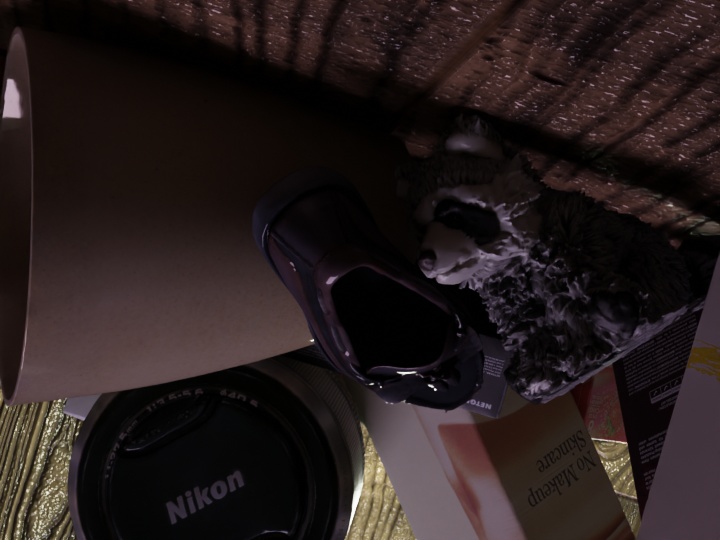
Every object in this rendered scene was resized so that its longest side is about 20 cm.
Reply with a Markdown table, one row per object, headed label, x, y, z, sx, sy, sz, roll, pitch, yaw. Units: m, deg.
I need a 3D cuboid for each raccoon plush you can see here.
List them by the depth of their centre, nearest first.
| label | x | y | z | sx | sy | sz | roll | pitch | yaw |
| --- | --- | --- | --- | --- | --- | --- | --- | --- | --- |
| raccoon plush | 0.101 | -0.019 | 1.073 | 0.097 | 0.134 | 0.200 | -38 | 169 | 32 |

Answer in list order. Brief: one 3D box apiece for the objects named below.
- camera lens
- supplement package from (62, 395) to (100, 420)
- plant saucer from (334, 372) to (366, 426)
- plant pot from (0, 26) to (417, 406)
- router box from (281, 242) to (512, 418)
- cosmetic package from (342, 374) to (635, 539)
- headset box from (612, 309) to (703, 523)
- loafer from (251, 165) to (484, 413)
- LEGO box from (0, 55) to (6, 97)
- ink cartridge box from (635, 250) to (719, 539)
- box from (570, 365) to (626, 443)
| label | x | y | z | sx | sy | sz | roll | pitch | yaw |
| --- | --- | --- | --- | --- | --- | --- | --- | --- | --- |
| camera lens | -0.079 | 0.116 | 1.272 | 0.159 | 0.161 | 0.200 | 16 | -176 | 2 |
| supplement package | -0.113 | 0.070 | 1.485 | 0.113 | 0.110 | 0.200 | 17 | 174 | 10 |
| plant saucer | 0.061 | 0.098 | 1.487 | 0.200 | 0.035 | 0.200 | 22 | -174 | -2 |
| plant pot | -0.078 | -0.025 | 1.102 | 0.199 | 0.188 | 0.187 | 1 | 179 | -16 |
| router box | 0.000 | 0.000 | 1.250 | 0.199 | 0.052 | 0.157 | 17 | -152 | 4 |
| cosmetic package | 0.085 | 0.126 | 1.333 | 0.087 | 0.201 | 0.103 | -20 | -173 | 41 |
| headset box | 0.221 | 0.107 | 1.178 | 0.148 | 0.201 | 0.077 | 16 | 145 | -38 |
| loafer | 0.012 | 0.026 | 1.047 | 0.063 | 0.072 | 0.200 | 55 | -176 | 39 |
| LEGO box | -0.198 | -0.073 | 1.373 | 0.200 | 0.077 | 0.149 | 21 | 173 | -42 |
| ink cartridge box | 0.229 | 0.085 | 1.006 | 0.128 | 0.201 | 0.125 | 21 | 173 | -42 |
| box | 0.161 | 0.062 | 1.459 | 0.102 | 0.095 | 0.200 | 12 | 180 | 32 |
